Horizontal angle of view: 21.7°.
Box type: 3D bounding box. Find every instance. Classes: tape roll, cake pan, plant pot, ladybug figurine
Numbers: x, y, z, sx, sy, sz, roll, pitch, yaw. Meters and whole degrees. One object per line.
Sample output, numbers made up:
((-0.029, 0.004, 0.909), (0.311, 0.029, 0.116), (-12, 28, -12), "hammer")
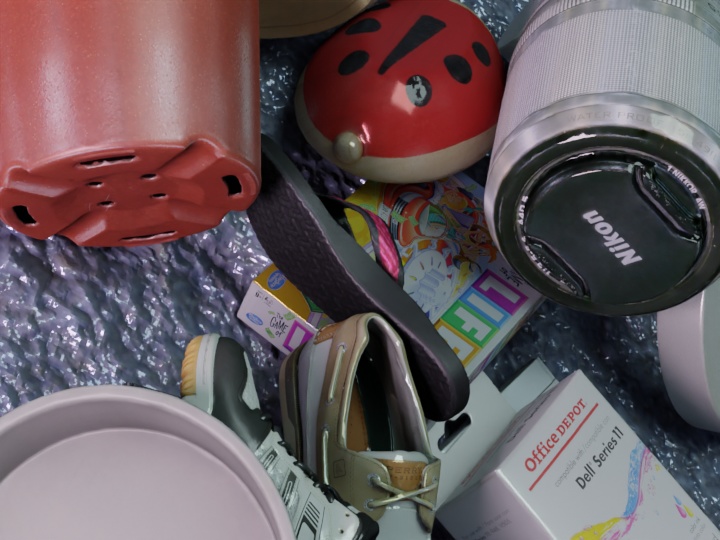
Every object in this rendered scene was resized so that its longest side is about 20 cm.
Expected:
((0.269, 0.014, 1.302), (0.202, 0.037, 0.205), (-18, 112, -50), "tape roll")
((-0.122, 0.156, 0.889), (0.037, 0.199, 0.202), (58, 10, -73), "cake pan")
((-0.138, -0.128, 1.048), (0.199, 0.200, 0.197), (7, 67, -36), "plant pot")
((0.032, -0.124, 1.224), (0.135, 0.072, 0.200), (23, 35, 9), "ladybug figurine")

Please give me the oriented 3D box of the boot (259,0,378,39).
((-0.006, -0.209, 1.264), (0.146, 0.198, 0.071), (-72, 143, -78), "boot")

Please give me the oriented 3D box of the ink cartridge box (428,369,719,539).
((0.126, 0.144, 1.121), (0.200, 0.067, 0.117), (48, 45, -2), "ink cartridge box")

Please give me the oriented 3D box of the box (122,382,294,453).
((-0.053, 0.164, 1.015), (0.199, 0.049, 0.162), (21, 48, -28), "box")

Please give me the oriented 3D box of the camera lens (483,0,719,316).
((0.165, -0.084, 1.182), (0.159, 0.160, 0.201), (34, 39, -17), "camera lens")

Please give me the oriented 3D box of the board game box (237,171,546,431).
((0.033, 0.009, 1.169), (0.134, 0.034, 0.200), (37, 43, 9), "board game box")

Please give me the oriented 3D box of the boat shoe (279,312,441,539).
((0.005, 0.118, 1.009), (0.074, 0.068, 0.201), (5, 58, -37), "boat shoe")

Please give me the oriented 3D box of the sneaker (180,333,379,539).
((-0.036, 0.124, 0.945), (0.087, 0.076, 0.202), (-15, 74, 2), "sneaker")

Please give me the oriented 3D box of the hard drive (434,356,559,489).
((0.137, 0.167, 1.183), (0.200, 0.027, 0.132), (52, 44, 0), "hard drive")

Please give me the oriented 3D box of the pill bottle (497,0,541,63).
((0.195, -0.121, 1.362), (0.200, 0.104, 0.105), (41, 45, -10), "pill bottle")

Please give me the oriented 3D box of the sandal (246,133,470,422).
((0.000, 0.000, 1.080), (0.045, 0.075, 0.200), (-35, 78, -28), "sandal")
